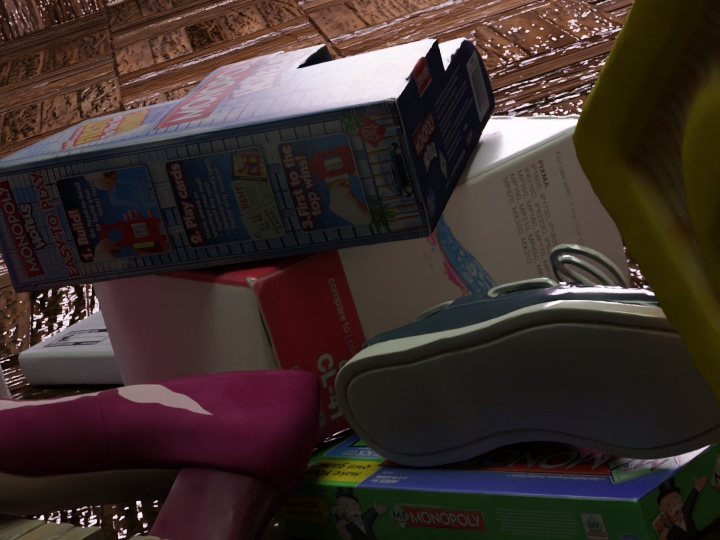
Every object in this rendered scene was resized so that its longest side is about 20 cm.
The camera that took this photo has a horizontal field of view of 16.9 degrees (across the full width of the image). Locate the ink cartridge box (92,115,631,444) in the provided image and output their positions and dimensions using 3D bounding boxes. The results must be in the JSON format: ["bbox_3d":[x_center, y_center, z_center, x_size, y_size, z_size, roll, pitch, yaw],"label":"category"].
[{"bbox_3d":[0.000,0.000,1.103,0.200,0.086,0.148,-23,16,-31],"label":"ink cartridge box"}]

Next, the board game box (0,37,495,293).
[{"bbox_3d":[-0.055,-0.052,1.067,0.200,0.062,0.200,-11,16,14],"label":"board game box"}]

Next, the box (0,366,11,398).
[{"bbox_3d":[-0.259,0.103,1.155,0.200,0.082,0.068,-23,16,-14],"label":"box"}]

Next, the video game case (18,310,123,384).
[{"bbox_3d":[-0.065,0.019,1.355,0.200,0.024,0.182,-3,20,47],"label":"video game case"}]

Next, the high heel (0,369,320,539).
[{"bbox_3d":[-0.118,0.056,0.991,0.067,0.200,0.096,97,-164,-67],"label":"high heel"}]

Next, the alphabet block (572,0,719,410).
[{"bbox_3d":[0.211,-0.040,0.761,0.200,0.197,0.195,-22,-21,-17],"label":"alphabet block"}]

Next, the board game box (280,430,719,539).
[{"bbox_3d":[0.079,0.071,0.971,0.200,0.029,0.135,-2,20,47],"label":"board game box"}]

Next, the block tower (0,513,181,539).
[{"bbox_3d":[-0.102,0.132,0.907,0.058,0.054,0.200,-27,16,-35],"label":"block tower"}]

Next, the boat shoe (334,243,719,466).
[{"bbox_3d":[0.078,0.033,0.915,0.200,0.075,0.062,-16,22,47],"label":"boat shoe"}]
